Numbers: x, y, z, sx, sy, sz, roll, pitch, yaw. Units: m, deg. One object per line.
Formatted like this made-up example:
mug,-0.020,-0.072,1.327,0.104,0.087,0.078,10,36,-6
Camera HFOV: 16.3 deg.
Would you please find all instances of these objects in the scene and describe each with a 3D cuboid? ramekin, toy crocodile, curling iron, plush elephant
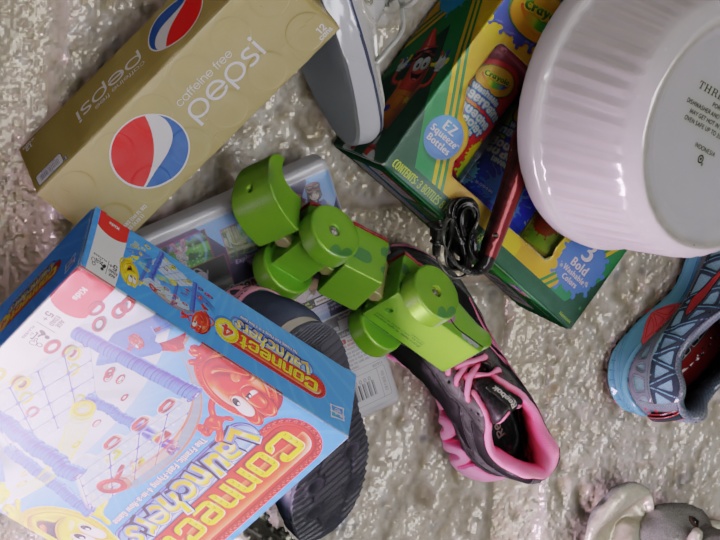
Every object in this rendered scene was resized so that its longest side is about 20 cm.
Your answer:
ramekin,0.203,-0.100,1.613,0.202,0.094,0.203,-16,117,-35
toy crocodile,0.000,0.000,1.598,0.200,0.067,0.062,32,46,-22
curling iron,0.100,-0.086,1.614,0.050,0.026,0.200,27,90,-33
plush elephant,0.243,0.233,1.806,0.165,0.200,0.155,15,74,-45

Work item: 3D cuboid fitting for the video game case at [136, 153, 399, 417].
video game case,-0.088,0.044,1.624,0.200,0.023,0.183,-24,115,-15

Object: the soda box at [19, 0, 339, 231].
soda box,-0.110,-0.109,1.523,0.200,0.064,0.068,-44,122,8

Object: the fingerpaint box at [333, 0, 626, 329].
fingerpaint box,0.111,-0.086,1.678,0.200,0.073,0.167,41,82,-32

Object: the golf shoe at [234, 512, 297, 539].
golf shoe,-0.063,0.223,1.664,0.097,0.078,0.200,-43,126,2

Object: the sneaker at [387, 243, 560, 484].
sneaker,0.072,0.066,1.685,0.079,0.095,0.200,-40,113,-11

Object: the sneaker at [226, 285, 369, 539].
sneaker,-0.046,0.088,1.612,0.070,0.082,0.200,-32,139,-27

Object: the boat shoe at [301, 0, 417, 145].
boat shoe,-0.002,-0.184,1.593,0.086,0.075,0.202,-22,104,-22

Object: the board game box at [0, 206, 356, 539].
board game box,-0.140,0.087,1.512,0.196,0.056,0.200,33,125,-20

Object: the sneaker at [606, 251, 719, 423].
sneaker,0.266,0.030,1.786,0.079,0.095,0.200,38,84,-32
